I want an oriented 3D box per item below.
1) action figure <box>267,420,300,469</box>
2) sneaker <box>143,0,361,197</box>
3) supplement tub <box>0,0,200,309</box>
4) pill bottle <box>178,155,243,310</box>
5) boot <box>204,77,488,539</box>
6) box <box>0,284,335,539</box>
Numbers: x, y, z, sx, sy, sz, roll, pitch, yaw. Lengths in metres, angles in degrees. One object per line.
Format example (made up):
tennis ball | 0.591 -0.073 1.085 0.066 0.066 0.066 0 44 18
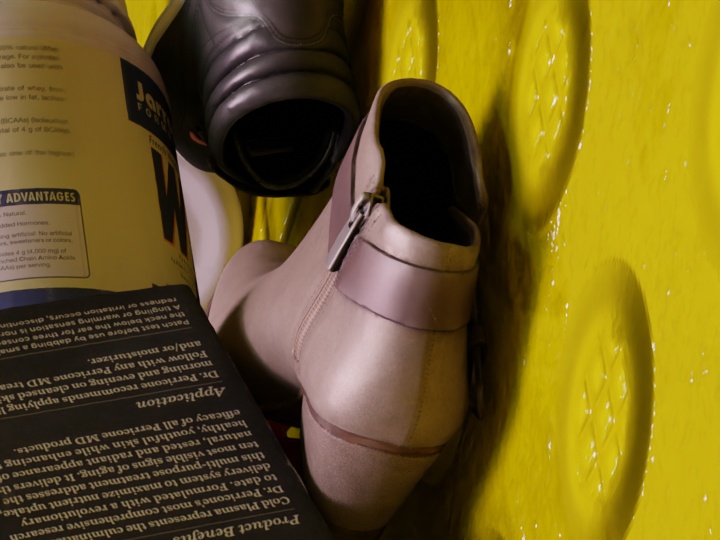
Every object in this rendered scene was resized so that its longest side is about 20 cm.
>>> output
action figure | -0.033 0.054 1.144 0.200 0.051 0.066 -111 35 -68
sneaker | -0.048 -0.063 1.208 0.200 0.070 0.100 116 152 -62
supplement tub | -0.140 -0.015 1.172 0.145 0.144 0.201 116 149 -55
pill bottle | -0.126 -0.037 1.430 0.200 0.115 0.117 -128 45 -72
boot | 0.000 0.000 1.000 0.200 0.070 0.147 -111 32 -52
box | -0.086 0.146 0.997 0.197 0.123 0.201 -121 30 -47
